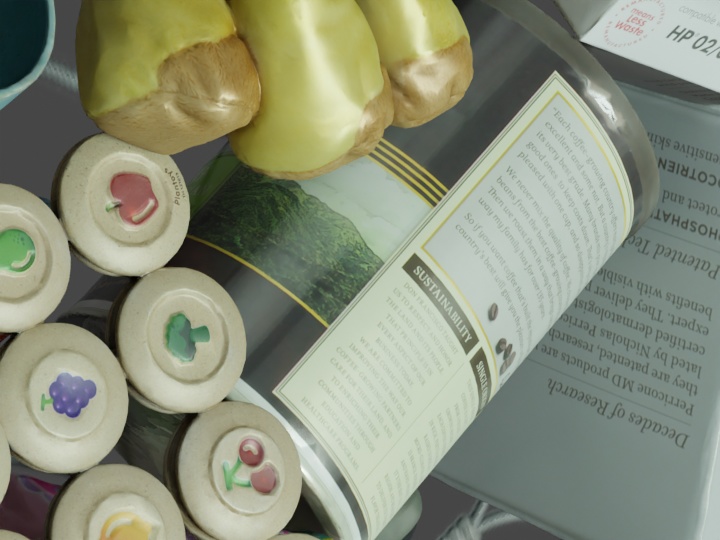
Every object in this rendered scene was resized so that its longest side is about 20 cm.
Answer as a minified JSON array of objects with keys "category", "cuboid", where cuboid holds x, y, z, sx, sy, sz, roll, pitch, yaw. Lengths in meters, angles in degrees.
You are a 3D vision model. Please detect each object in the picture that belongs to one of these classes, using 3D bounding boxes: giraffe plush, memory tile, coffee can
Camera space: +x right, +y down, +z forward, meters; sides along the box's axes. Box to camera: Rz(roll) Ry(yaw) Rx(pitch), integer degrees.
[{"category":"giraffe plush","cuboid":[-0.012,-0.147,0.894,0.172,0.162,0.200,-27,88,-42]},{"category":"memory tile","cuboid":[-0.088,0.064,0.882,0.153,0.017,0.201,-25,94,-35]},{"category":"coffee can","cuboid":[0.000,0.000,1.041,0.200,0.146,0.147,-49,135,-23]}]

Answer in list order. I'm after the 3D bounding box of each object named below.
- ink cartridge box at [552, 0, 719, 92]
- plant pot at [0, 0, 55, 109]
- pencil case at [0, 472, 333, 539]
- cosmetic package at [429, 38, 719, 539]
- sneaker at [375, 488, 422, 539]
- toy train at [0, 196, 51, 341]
[{"category":"ink cartridge box","cuboid":[0.112,-0.141,1.067,0.115,0.200,0.068,13,128,-48]},{"category":"plant pot","cuboid":[-0.207,-0.088,0.774,0.135,0.200,0.200,-39,144,21]},{"category":"pencil case","cuboid":[-0.107,0.109,0.950,0.199,0.087,0.088,15,94,-10]},{"category":"cosmetic package","cuboid":[0.147,0.010,1.192,0.167,0.166,0.201,-8,112,-46]},{"category":"sneaker","cuboid":[-0.051,0.161,1.107,0.199,0.076,0.114,-38,132,-28]},{"category":"toy train","cuboid":[-0.184,0.004,0.872,0.200,0.056,0.151,-37,103,-30]}]
